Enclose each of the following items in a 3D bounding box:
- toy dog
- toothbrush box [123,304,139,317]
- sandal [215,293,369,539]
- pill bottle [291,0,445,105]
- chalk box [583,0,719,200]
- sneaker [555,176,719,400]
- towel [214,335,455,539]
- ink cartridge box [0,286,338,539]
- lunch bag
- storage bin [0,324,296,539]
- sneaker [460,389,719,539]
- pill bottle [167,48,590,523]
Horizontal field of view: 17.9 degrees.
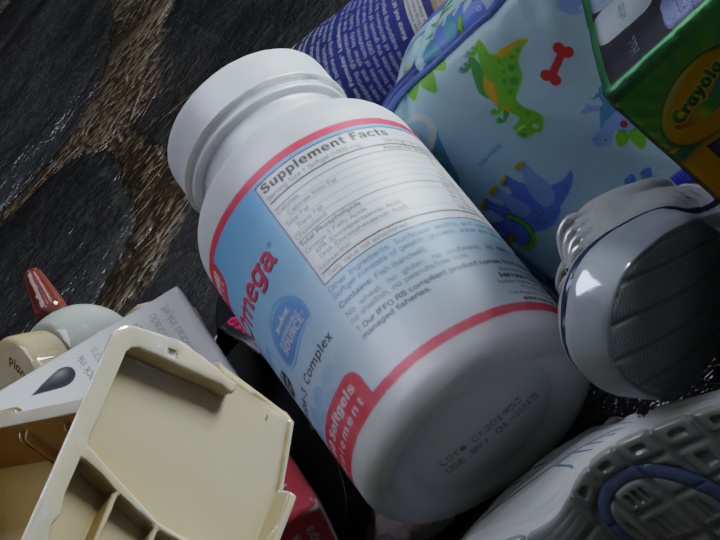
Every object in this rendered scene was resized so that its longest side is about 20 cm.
[{"bbox_3d":[-0.150,0.080,1.089,0.200,0.132,0.096,-56,51,19],"label":"toy dog"},{"bbox_3d":[-0.146,0.136,1.268,0.146,0.086,0.200,-41,24,20],"label":"toothbrush box"},{"bbox_3d":[-0.042,0.059,1.047,0.075,0.045,0.200,-61,29,28],"label":"sandal"},{"bbox_3d":[0.024,-0.101,1.280,0.200,0.116,0.116,-33,27,35],"label":"pill bottle"},{"bbox_3d":[0.166,-0.097,0.854,0.124,0.200,0.125,-41,23,21],"label":"chalk box"},{"bbox_3d":[0.107,0.005,0.892,0.200,0.070,0.073,-13,-69,-64],"label":"sneaker"},{"bbox_3d":[-0.017,0.072,1.078,0.200,0.032,0.192,-45,39,47],"label":"towel"},{"bbox_3d":[-0.121,0.122,0.955,0.199,0.083,0.147,-31,49,-8],"label":"ink cartridge box"},{"bbox_3d":[0.122,-0.087,1.001,0.200,0.161,0.083,-41,14,28],"label":"lunch bag"},{"bbox_3d":[-0.139,0.125,0.786,0.200,0.094,0.199,-14,46,48],"label":"storage bin"},{"bbox_3d":[0.102,0.084,0.886,0.200,0.075,0.087,-32,19,35],"label":"sneaker"},{"bbox_3d":[0.000,0.000,0.955,0.109,0.109,0.200,-45,55,11],"label":"pill bottle"}]
